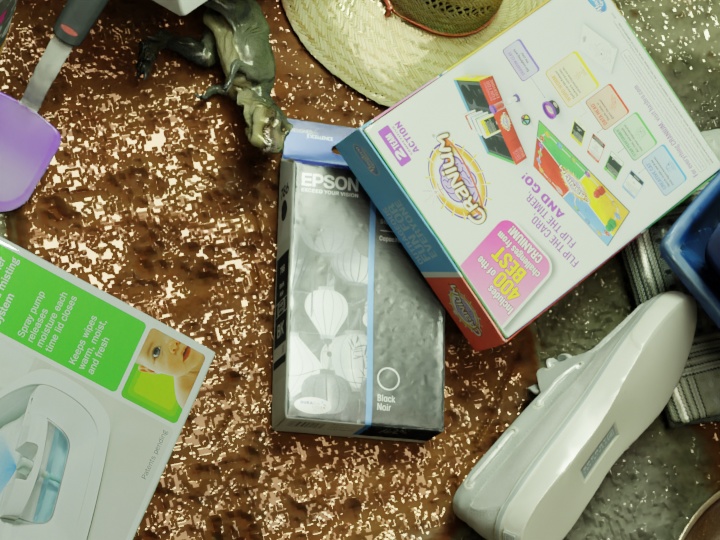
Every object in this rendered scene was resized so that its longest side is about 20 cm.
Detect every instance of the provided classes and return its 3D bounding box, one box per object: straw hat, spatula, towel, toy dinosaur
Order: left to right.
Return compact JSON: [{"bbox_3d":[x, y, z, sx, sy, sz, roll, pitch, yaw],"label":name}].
[{"bbox_3d":[-0.170,-0.118,0.990,0.057,0.200,0.021,33,25,-6],"label":"spatula"},{"bbox_3d":[-0.091,-0.156,1.084,0.088,0.047,0.200,2,68,-21],"label":"toy dinosaur"},{"bbox_3d":[0.053,-0.198,1.119,0.201,0.085,0.201,5,72,-16],"label":"straw hat"},{"bbox_3d":[0.266,-0.003,1.155,0.200,0.035,0.193,-7,75,-21],"label":"towel"}]

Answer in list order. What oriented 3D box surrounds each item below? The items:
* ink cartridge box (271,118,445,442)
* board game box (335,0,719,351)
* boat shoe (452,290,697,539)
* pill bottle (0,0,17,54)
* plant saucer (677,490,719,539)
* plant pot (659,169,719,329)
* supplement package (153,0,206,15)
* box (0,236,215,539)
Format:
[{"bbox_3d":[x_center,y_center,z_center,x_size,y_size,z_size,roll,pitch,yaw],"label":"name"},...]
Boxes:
[{"bbox_3d":[0.000,0.000,1.064,0.099,0.039,0.200,5,71,-16],"label":"ink cartridge box"},{"bbox_3d":[0.106,-0.069,1.075,0.200,0.040,0.153,-36,94,-25],"label":"board game box"},{"bbox_3d":[0.129,0.084,1.067,0.068,0.072,0.200,24,68,34],"label":"boat shoe"},{"bbox_3d":[-0.240,-0.154,0.945,0.116,0.200,0.116,5,72,-16],"label":"pill bottle"},{"bbox_3d":[0.266,0.222,1.081,0.200,0.037,0.201,5,72,-16],"label":"plant saucer"},{"bbox_3d":[0.311,-0.016,1.050,0.200,0.180,0.200,49,62,-10],"label":"plant pot"},{"bbox_3d":[-0.090,-0.281,1.033,0.200,0.151,0.152,-38,50,-25],"label":"supplement package"},{"bbox_3d":[-0.203,0.095,0.926,0.176,0.097,0.200,31,66,-17],"label":"box"}]
